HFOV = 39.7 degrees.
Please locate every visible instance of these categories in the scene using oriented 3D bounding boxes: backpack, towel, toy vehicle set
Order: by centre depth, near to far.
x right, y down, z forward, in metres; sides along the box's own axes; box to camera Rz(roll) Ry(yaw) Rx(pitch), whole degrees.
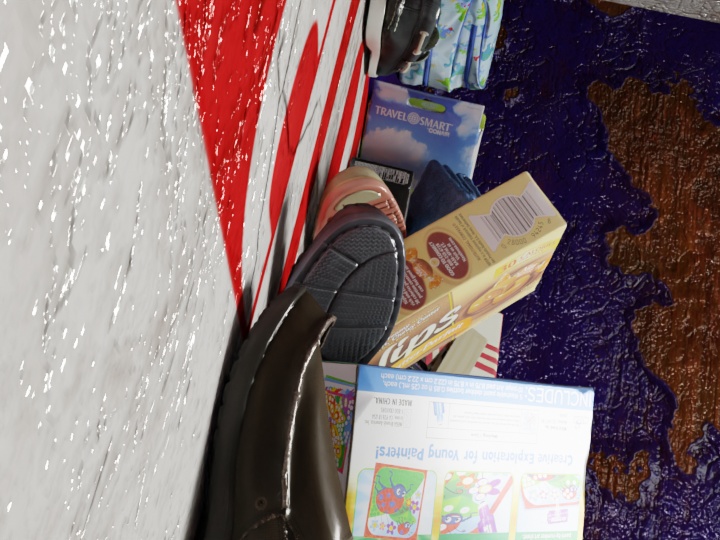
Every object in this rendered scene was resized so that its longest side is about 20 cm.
[{"bbox_3d":[0.036,0.148,0.861,0.201,0.026,0.125,-54,178,-39],"label":"toy vehicle set"},{"bbox_3d":[0.042,-0.010,0.985,0.201,0.048,0.112,-52,-157,13],"label":"towel"},{"bbox_3d":[0.090,-0.279,1.043,0.201,0.152,0.165,118,-18,-49],"label":"backpack"}]

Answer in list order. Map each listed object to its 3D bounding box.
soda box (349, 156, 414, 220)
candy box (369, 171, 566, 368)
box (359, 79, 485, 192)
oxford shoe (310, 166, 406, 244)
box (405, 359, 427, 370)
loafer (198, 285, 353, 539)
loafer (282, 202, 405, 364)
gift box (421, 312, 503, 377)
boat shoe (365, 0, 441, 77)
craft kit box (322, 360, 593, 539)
[{"bbox_3d":[0.000,0.000,0.888,0.071,0.062,0.202,98,5,-55],"label":"soda box"},{"bbox_3d":[0.047,0.018,0.731,0.056,0.198,0.116,56,-16,21],"label":"candy box"},{"bbox_3d":[0.057,-0.099,1.051,0.048,0.120,0.202,-67,169,-59],"label":"box"},{"bbox_3d":[-0.009,-0.032,0.738,0.201,0.070,0.075,93,-17,-67],"label":"oxford shoe"},{"bbox_3d":[-0.010,0.159,0.846,0.201,0.036,0.143,-56,178,2],"label":"box"},{"bbox_3d":[-0.036,0.109,0.469,0.073,0.070,0.203,76,25,-84],"label":"loafer"},{"bbox_3d":[-0.027,0.044,0.598,0.063,0.071,0.202,-111,-147,-57],"label":"loafer"},{"bbox_3d":[0.042,0.115,1.120,0.186,0.198,0.188,-81,-164,-46],"label":"gift box"},{"bbox_3d":[0.039,-0.206,0.871,0.200,0.059,0.077,-54,156,-84],"label":"boat shoe"},{"bbox_3d":[0.054,0.161,0.586,0.048,0.198,0.201,-5,-103,52],"label":"craft kit box"}]
